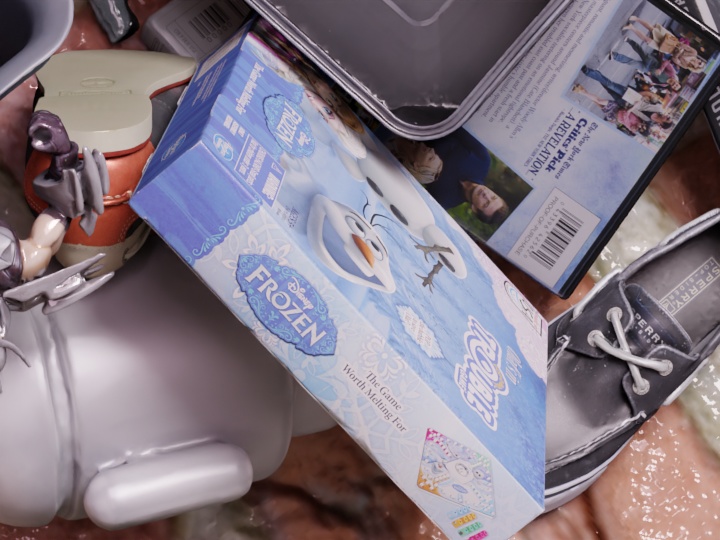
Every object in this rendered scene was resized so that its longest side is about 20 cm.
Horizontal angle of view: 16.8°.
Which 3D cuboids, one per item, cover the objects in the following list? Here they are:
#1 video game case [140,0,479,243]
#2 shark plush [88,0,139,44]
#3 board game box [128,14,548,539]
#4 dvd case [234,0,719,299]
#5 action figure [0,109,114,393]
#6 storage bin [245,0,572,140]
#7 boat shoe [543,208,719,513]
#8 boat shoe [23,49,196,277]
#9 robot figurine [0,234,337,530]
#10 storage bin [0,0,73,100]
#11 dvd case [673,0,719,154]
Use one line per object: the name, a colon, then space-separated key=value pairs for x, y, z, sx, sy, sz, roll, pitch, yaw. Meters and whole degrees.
video game case: x=0.024 y=-0.105 z=1.191 sx=0.200 sy=0.022 sz=0.182 roll=-39 pitch=84 yaw=-26
shark plush: x=-0.169 y=-0.196 z=1.169 sx=0.083 sy=0.091 sz=0.200 roll=-34 pitch=102 yaw=-6
board game box: x=0.000 y=0.000 z=1.018 sx=0.043 sy=0.200 sz=0.199 roll=-39 pitch=103 yaw=16
dvd case: x=0.055 y=-0.101 z=1.136 sx=0.200 sy=0.018 sz=0.143 roll=35 pitch=96 yaw=0
action figure: x=-0.170 y=-0.045 z=0.936 sx=0.130 sy=0.069 sz=0.201 roll=-14 pitch=75 yaw=-22
storage bin: x=0.002 y=-0.165 z=1.078 sx=0.200 sy=0.094 sz=0.135 roll=42 pitch=97 yaw=1
boat shoe: x=0.126 y=0.036 z=1.138 sx=0.200 sy=0.068 sz=0.072 roll=-37 pitch=83 yaw=-25
boat shoe: x=-0.108 y=-0.055 z=1.063 sx=0.071 sy=0.200 sz=0.063 roll=-2 pitch=107 yaw=0
robot figurine: x=-0.104 y=0.045 z=1.042 sx=0.199 sy=0.113 sz=0.170 roll=-10 pitch=37 yaw=-19
storage bin: x=-0.227 y=-0.063 z=1.039 sx=0.146 sy=0.134 sz=0.200 roll=46 pitch=65 yaw=5
dvd case: x=0.212 y=-0.112 z=1.211 sx=0.150 sy=0.025 sz=0.201 roll=0 pitch=63 yaw=-41
